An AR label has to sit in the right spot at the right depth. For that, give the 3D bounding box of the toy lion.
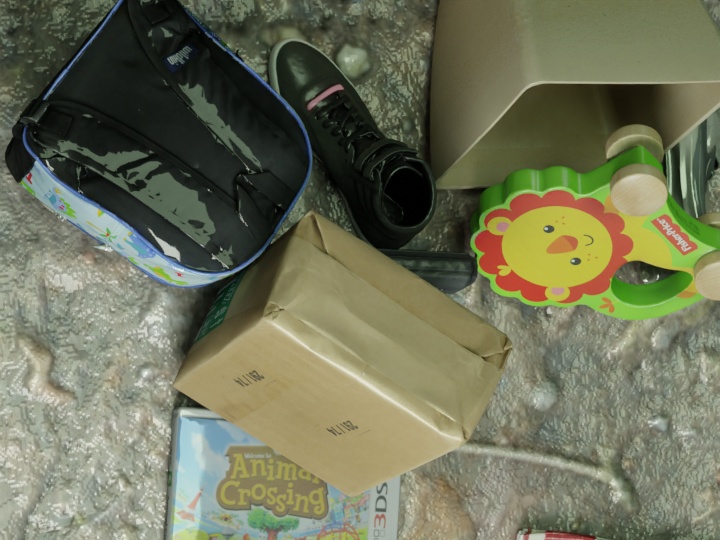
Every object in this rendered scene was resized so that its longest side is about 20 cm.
[{"bbox_3d":[0.199,-0.022,1.552,0.200,0.191,0.069,40,35,-32],"label":"toy lion"}]

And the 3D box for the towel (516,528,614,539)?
[{"bbox_3d":[0.215,0.306,1.609,0.199,0.023,0.145,10,84,-21],"label":"towel"}]

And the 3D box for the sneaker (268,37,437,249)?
[{"bbox_3d":[0.000,-0.108,1.503,0.071,0.099,0.201,-33,98,-20],"label":"sneaker"}]

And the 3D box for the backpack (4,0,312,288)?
[{"bbox_3d":[-0.147,-0.088,1.409,0.200,0.147,0.183,38,71,-7],"label":"backpack"}]

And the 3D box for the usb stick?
[{"bbox_3d":[0.000,0.000,1.520,0.199,0.055,0.033,2,69,-24],"label":"usb stick"}]

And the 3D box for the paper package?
[{"bbox_3d":[-0.019,0.068,1.413,0.190,0.200,0.104,33,62,-12],"label":"paper package"}]

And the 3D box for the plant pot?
[{"bbox_3d":[0.168,-0.190,1.538,0.199,0.200,0.178,-2,69,-23],"label":"plant pot"}]

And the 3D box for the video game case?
[{"bbox_3d":[-0.062,0.208,1.495,0.199,0.022,0.184,6,84,-23],"label":"video game case"}]

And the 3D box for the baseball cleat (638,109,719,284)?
[{"bbox_3d":[0.294,-0.071,1.646,0.106,0.069,0.202,-14,108,-48],"label":"baseball cleat"}]
